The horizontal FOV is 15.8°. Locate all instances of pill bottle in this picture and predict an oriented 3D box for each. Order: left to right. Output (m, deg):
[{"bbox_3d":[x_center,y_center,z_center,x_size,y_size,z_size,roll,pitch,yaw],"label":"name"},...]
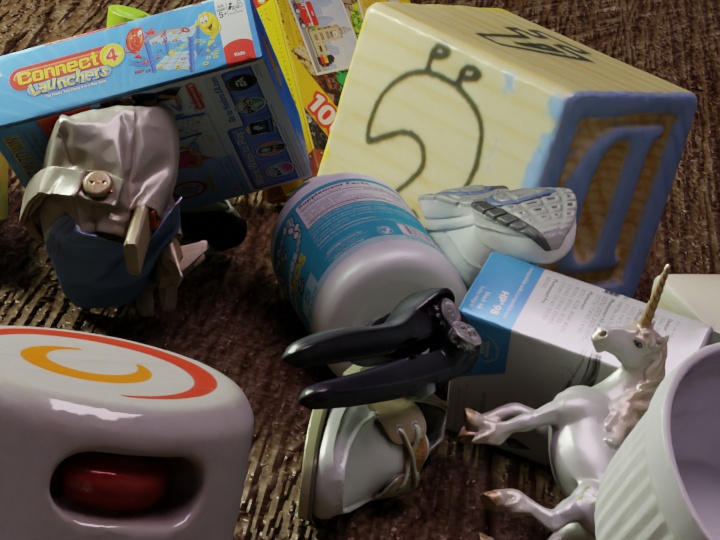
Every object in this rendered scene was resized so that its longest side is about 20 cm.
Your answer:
[{"bbox_3d":[0.000,0.000,1.847,0.110,0.111,0.200,6,21,-19],"label":"pill bottle"}]

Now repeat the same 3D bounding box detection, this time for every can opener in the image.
[{"bbox_3d":[0.014,0.056,1.603,0.064,0.078,0.200,57,26,7],"label":"can opener"}]

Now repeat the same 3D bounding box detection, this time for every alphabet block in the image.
[{"bbox_3d":[0.108,-0.083,1.997,0.199,0.196,0.196,26,16,33],"label":"alphabet block"}]

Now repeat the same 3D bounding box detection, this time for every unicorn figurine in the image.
[{"bbox_3d":[0.133,0.108,1.609,0.136,0.201,0.074,-5,-18,-7],"label":"unicorn figurine"}]

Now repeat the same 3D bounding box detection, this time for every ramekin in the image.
[{"bbox_3d":[0.230,0.151,1.512,0.199,0.105,0.201,20,45,-22],"label":"ramekin"}]

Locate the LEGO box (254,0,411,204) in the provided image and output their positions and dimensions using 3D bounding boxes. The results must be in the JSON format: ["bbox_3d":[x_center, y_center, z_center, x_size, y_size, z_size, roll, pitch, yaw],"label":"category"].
[{"bbox_3d":[-0.022,-0.162,2.136,0.148,0.201,0.077,-6,-14,-41],"label":"LEGO box"}]

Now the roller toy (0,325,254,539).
[{"bbox_3d":[-0.156,0.117,1.398,0.181,0.141,0.200,15,10,21],"label":"roller toy"}]

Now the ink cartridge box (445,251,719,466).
[{"bbox_3d":[0.161,0.078,1.717,0.199,0.116,0.067,19,46,15],"label":"ink cartridge box"}]

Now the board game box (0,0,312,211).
[{"bbox_3d":[-0.148,-0.105,1.835,0.195,0.056,0.200,-14,-24,3],"label":"board game box"}]

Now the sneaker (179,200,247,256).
[{"bbox_3d":[-0.112,-0.056,1.998,0.115,0.075,0.199,33,38,32],"label":"sneaker"}]

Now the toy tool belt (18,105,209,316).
[{"bbox_3d":[-0.169,-0.020,1.788,0.124,0.200,0.124,-9,66,-11],"label":"toy tool belt"}]

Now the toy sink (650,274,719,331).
[{"bbox_3d":[0.312,0.079,1.839,0.199,0.113,0.130,0,24,-20],"label":"toy sink"}]

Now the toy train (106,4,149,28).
[{"bbox_3d":[-0.205,-0.167,2.145,0.199,0.116,0.085,9,20,-13],"label":"toy train"}]

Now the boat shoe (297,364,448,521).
[{"bbox_3d":[0.009,0.106,1.628,0.068,0.075,0.200,11,19,10],"label":"boat shoe"}]

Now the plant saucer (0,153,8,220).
[{"bbox_3d":[-0.350,-0.107,1.882,0.199,0.049,0.200,9,21,-11],"label":"plant saucer"}]

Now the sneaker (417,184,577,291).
[{"bbox_3d":[0.102,-0.014,1.807,0.074,0.088,0.200,-8,5,-16],"label":"sneaker"}]
